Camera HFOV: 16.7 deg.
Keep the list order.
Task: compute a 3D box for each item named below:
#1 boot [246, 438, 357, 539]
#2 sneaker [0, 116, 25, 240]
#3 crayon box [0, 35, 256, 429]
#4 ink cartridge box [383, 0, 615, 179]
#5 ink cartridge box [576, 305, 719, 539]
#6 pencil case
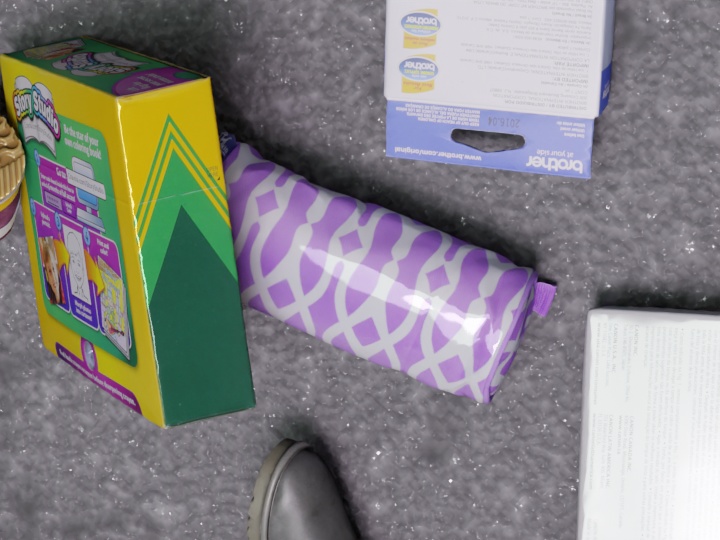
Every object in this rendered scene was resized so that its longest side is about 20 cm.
[{"bbox_3d":[0.041,0.188,1.363,0.199,0.073,0.183,10,123,30],"label":"boot"},{"bbox_3d":[-0.261,-0.097,1.379,0.200,0.075,0.090,57,155,17],"label":"sneaker"},{"bbox_3d":[-0.126,-0.026,1.302,0.058,0.200,0.174,-12,106,-23],"label":"crayon box"},{"bbox_3d":[0.074,-0.154,1.283,0.119,0.042,0.201,6,105,14],"label":"ink cartridge box"},{"bbox_3d":[0.215,0.104,1.299,0.199,0.050,0.162,3,93,13],"label":"ink cartridge box"},{"bbox_3d":[0.000,0.000,1.327,0.199,0.086,0.084,26,121,8],"label":"pencil case"}]
